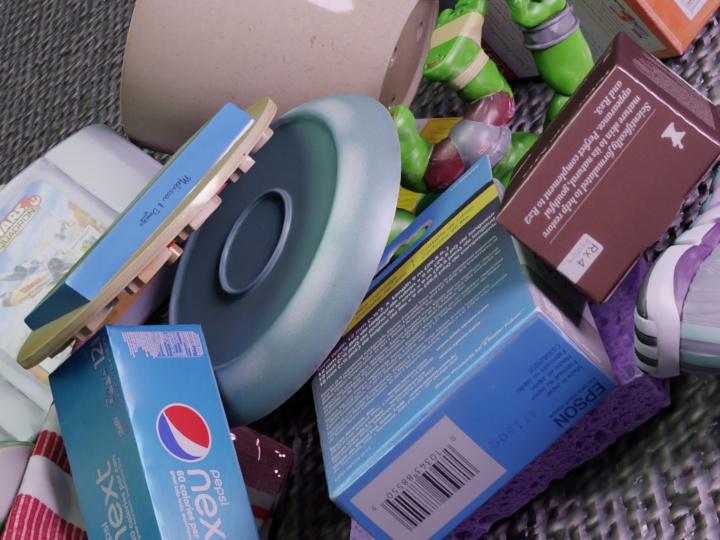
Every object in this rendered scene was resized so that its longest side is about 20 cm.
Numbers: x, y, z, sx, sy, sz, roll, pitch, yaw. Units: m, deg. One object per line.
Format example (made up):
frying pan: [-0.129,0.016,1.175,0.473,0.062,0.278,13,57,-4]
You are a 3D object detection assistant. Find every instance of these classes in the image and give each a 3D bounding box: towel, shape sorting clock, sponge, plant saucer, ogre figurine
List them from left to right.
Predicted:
towel: [-0.118,0.136,1.644,0.023,0.144,0.200,-49,17,40]
shape sorting clock: [-0.116,-0.019,1.642,0.200,0.039,0.200,-47,5,5]
plant saucer: [-0.050,-0.011,1.636,0.200,0.027,0.200,-41,35,37]
ogre figurine: [0.064,-0.066,1.683,0.200,0.120,0.098,-53,22,-15]
sponge: [0.076,0.081,1.539,0.200,0.030,0.112,-37,24,24]

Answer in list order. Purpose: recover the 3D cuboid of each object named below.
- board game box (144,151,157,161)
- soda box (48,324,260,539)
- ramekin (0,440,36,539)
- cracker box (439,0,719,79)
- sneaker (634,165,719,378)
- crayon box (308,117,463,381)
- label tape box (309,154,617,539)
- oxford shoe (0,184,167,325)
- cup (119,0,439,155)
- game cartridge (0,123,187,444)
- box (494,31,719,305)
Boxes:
board game box: [-0.139,-0.036,1.947,0.200,0.026,0.200,-22,-13,-49]
soda box: [-0.101,0.131,1.577,0.068,0.064,0.200,-39,59,45]
ramekin: [-0.200,0.190,1.643,0.098,0.200,0.200,-24,31,30]
cracker box: [0.108,-0.185,1.778,0.058,0.134,0.200,-51,23,-22]
sneaker: [0.205,-0.009,1.443,0.087,0.074,0.200,13,45,24]
crayon box: [0.000,0.000,1.778,0.200,0.051,0.127,-54,23,-16]
label tape box: [0.046,0.042,1.535,0.143,0.066,0.200,-43,20,14]
oxford shoe: [-0.150,0.011,1.799,0.200,0.058,0.075,29,70,25]
cup: [-0.037,-0.146,1.791,0.200,0.143,0.201,20,-90,-77]
game cartridge: [-0.181,0.013,1.755,0.200,0.133,0.042,-49,-20,-11]
box: [0.128,-0.055,1.521,0.100,0.075,0.200,-52,3,10]
